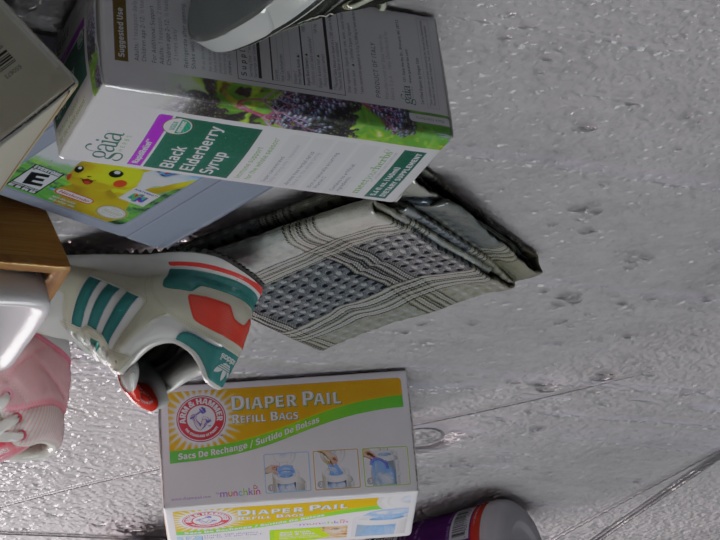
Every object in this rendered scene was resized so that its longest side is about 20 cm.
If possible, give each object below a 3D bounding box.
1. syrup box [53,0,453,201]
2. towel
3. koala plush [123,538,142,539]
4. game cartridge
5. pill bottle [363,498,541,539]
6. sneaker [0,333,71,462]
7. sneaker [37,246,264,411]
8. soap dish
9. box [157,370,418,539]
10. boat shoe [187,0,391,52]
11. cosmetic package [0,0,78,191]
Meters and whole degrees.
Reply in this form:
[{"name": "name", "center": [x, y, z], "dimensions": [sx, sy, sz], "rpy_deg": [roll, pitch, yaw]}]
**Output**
[{"name": "syrup box", "center": [-0.058, -0.098, 1.025], "dimensions": [0.199, 0.082, 0.079], "rpy_deg": [6, 151, -24]}, {"name": "towel", "center": [0.000, 0.000, 1.292], "dimensions": [0.199, 0.035, 0.192], "rpy_deg": [-20, 150, 26]}, {"name": "koala plush", "center": [-0.142, 0.330, 1.801], "dimensions": [0.198, 0.178, 0.184], "rpy_deg": [-1, 144, 0]}, {"name": "game cartridge", "center": [-0.143, -0.073, 1.116], "dimensions": [0.199, 0.041, 0.133], "rpy_deg": [19, 141, -41]}, {"name": "pill bottle", "center": [0.071, 0.292, 1.817], "dimensions": [0.199, 0.113, 0.112], "rpy_deg": [-19, 151, 27]}, {"name": "sneaker", "center": [-0.264, 0.072, 1.312], "dimensions": [0.075, 0.105, 0.200], "rpy_deg": [-14, 152, 22]}, {"name": "sneaker", "center": [-0.156, 0.042, 1.245], "dimensions": [0.199, 0.094, 0.070], "rpy_deg": [-4, 153, 32]}, {"name": "soap dish", "center": [-0.291, 0.000, 1.170], "dimensions": [0.199, 0.082, 0.157], "rpy_deg": [6, 158, -20]}, {"name": "box", "center": [-0.059, 0.152, 1.516], "dimensions": [0.199, 0.102, 0.113], "rpy_deg": [-4, 155, -3]}, {"name": "boat shoe", "center": [0.000, -0.153, 0.926], "dimensions": [0.199, 0.071, 0.064], "rpy_deg": [-27, 137, 35]}, {"name": "cosmetic package", "center": [-0.238, -0.069, 1.009], "dimensions": [0.104, 0.073, 0.200], "rpy_deg": [47, 142, -3]}]
